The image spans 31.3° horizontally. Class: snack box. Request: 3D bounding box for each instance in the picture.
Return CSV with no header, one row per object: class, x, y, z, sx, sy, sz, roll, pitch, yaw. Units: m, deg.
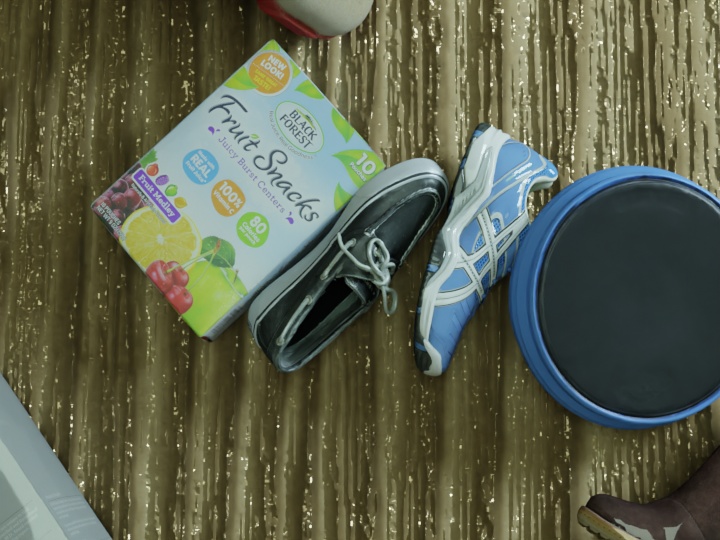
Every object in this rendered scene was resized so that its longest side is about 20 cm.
snack box,-0.096,-0.063,1.032,0.200,0.053,0.142,-42,83,-2

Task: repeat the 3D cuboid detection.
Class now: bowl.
bowl,0.213,0.021,0.981,0.197,0.039,0.204,0,90,-10

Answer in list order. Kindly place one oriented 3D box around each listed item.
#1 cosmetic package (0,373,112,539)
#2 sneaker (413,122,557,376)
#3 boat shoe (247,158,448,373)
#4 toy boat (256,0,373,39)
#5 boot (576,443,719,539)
cosmetic package,-0.280,0.166,0.990,0.090,0.107,0.201,-39,80,-1
sneaker,0.093,-0.012,1.001,0.076,0.076,0.203,20,86,2
boat shoe,-0.002,-0.001,0.996,0.199,0.074,0.068,-39,41,-1
toy boat,-0.051,-0.293,1.039,0.129,0.130,0.203,10,82,34
boot,0.275,0.153,0.973,0.197,0.072,0.169,19,83,-1
